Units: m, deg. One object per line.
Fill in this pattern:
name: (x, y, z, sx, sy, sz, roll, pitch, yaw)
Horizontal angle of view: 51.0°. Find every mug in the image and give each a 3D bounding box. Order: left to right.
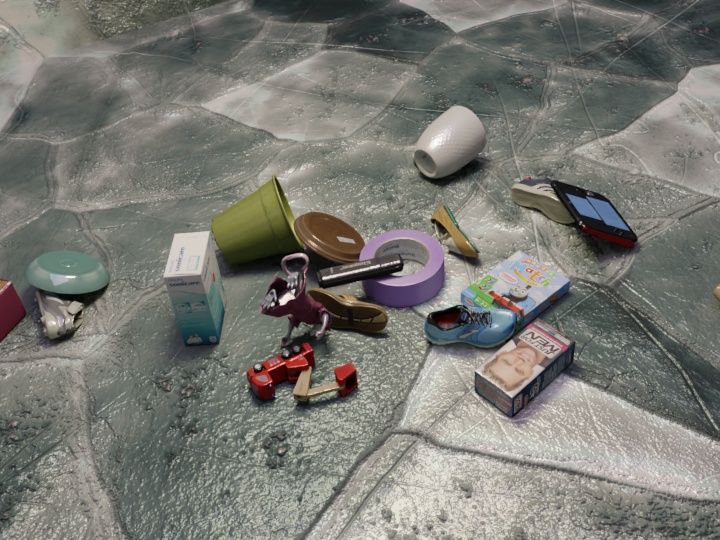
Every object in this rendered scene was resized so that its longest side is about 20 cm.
mug: (0.220, -0.337, 2.071, 0.175, 0.149, 0.199, -40, 19, -24)

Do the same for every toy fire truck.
toy fire truck: (-0.118, 0.218, 1.526, 0.197, 0.050, 0.141, -23, 42, -19)

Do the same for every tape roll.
tape roll: (0.097, -0.008, 1.747, 0.195, 0.067, 0.202, -4, 40, 3)

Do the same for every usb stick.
usb stick: (0.000, 0.000, 1.677, 0.195, 0.033, 0.056, -13, 39, -5)

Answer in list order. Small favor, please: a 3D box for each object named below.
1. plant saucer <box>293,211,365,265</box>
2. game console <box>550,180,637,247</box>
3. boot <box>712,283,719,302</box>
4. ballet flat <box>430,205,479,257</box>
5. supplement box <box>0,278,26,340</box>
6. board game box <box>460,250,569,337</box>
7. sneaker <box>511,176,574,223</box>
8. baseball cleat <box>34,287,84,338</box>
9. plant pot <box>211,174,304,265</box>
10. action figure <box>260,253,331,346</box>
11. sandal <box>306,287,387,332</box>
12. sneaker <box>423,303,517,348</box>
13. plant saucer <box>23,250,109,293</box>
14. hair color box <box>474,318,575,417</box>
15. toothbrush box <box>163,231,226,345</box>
plant saucer: (-0.067, -0.082, 1.808, 0.196, 0.030, 0.201, 24, 26, -12)
game console: (0.556, -0.138, 1.794, 0.173, 0.031, 0.202, 17, 33, -25)
boot: (0.851, 0.055, 1.580, 0.198, 0.073, 0.166, -32, 58, -29)
ballet flat: (0.226, -0.082, 1.830, 0.063, 0.069, 0.201, -36, 38, 8)
supplement box: (-0.906, 0.088, 1.751, 0.195, 0.105, 0.132, 9, 42, 20)
board game box: (0.342, 0.047, 1.669, 0.198, 0.037, 0.150, -32, 46, -27)
sneaker: (0.477, -0.187, 1.892, 0.084, 0.076, 0.198, -37, 48, -25)
baseball cleat: (-0.706, 0.083, 1.770, 0.104, 0.071, 0.201, -12, 46, -23)
plant pot: (-0.257, -0.102, 1.838, 0.186, 0.202, 0.202, -22, 40, 2)
action figure: (-0.127, 0.075, 1.594, 0.131, 0.200, 0.152, -6, 64, 29)
sandal: (-0.027, 0.084, 1.655, 0.195, 0.082, 0.054, 11, 27, 18)
sneaker: (0.225, 0.110, 1.554, 0.195, 0.090, 0.080, -6, 63, 9)
plant saucer: (-0.706, -0.004, 1.821, 0.195, 0.037, 0.201, 11, 22, -4)
hair color box: (0.325, 0.188, 1.488, 0.198, 0.061, 0.099, -34, 47, -27)
toothbrush box: (-0.358, 0.039, 1.653, 0.083, 0.203, 0.148, -5, 39, 3)
